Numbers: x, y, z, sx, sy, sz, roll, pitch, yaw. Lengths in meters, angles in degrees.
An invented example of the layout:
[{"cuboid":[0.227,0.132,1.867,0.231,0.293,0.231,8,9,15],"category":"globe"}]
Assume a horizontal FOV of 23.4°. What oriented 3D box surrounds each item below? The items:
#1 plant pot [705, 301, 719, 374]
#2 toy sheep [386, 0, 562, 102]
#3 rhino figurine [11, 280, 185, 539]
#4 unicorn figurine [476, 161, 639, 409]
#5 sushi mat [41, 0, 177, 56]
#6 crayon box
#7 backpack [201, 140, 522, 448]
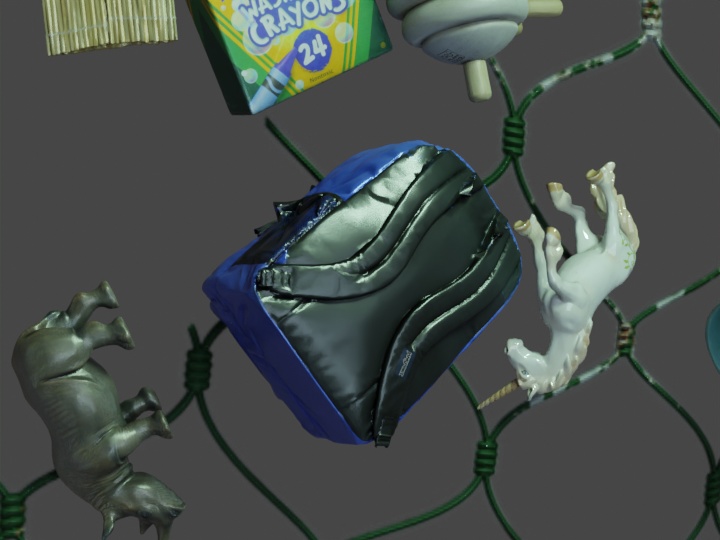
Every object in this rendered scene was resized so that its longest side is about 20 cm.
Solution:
[{"cuboid":[0.414,0.037,1.447,0.201,0.200,0.161,50,63,-20],"category":"plant pot"},{"cuboid":[0.076,-0.225,1.295,0.137,0.138,0.201,-9,80,-24],"category":"toy sheep"},{"cuboid":[-0.182,0.115,1.243,0.087,0.060,0.201,-22,106,-7],"category":"rhino figurine"},{"cuboid":[0.165,0.009,1.384,0.200,0.074,0.138,-35,119,-24],"category":"unicorn figurine"},{"cuboid":[-0.183,-0.254,1.212,0.095,0.012,0.201,-4,97,6],"category":"sushi mat"},{"cuboid":[-0.071,-0.229,1.267,0.125,0.052,0.201,-27,105,-20],"category":"crayon box"},{"cuboid":[0.000,0.000,1.258,0.200,0.168,0.163,-42,113,-20],"category":"backpack"}]
